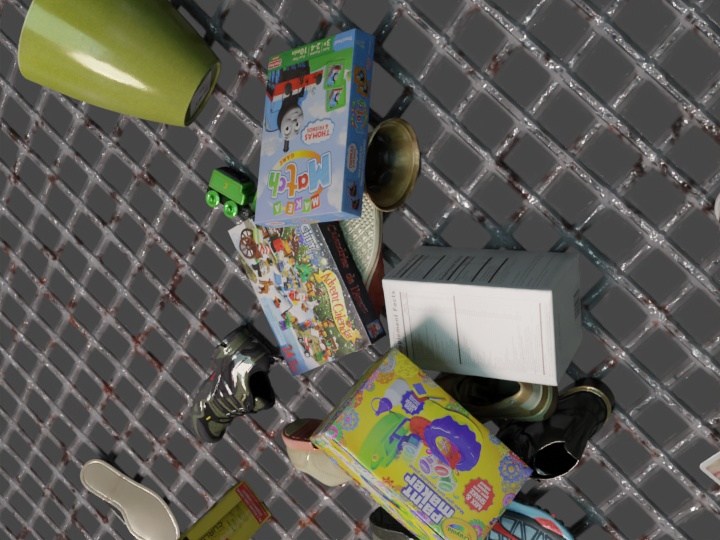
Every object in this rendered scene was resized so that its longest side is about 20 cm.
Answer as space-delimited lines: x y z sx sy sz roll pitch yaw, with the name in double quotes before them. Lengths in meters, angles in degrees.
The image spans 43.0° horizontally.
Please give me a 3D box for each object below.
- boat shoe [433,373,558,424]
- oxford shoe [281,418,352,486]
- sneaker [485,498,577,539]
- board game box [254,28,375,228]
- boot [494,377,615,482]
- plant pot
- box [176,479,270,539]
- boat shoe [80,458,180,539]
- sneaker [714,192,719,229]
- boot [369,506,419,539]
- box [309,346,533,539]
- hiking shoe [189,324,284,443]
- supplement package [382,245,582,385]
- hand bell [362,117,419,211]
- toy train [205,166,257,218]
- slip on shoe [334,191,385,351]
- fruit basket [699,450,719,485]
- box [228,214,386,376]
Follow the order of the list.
"boat shoe" 0.133 0.141 1.073 0.199 0.076 0.073 -17 61 48
"oxford shoe" -0.017 0.258 1.245 0.198 0.071 0.075 11 121 36
"sneaker" 0.179 0.334 1.134 0.198 0.096 0.080 22 152 26
"board game box" -0.053 -0.155 1.030 0.150 0.036 0.203 -4 80 45
"boot" 0.195 0.214 1.056 0.077 0.138 0.201 42 126 6
"plant pot" -0.277 -0.267 1.118 0.198 0.188 0.188 29 123 -2
"box" -0.216 0.394 1.329 0.050 0.200 0.076 -37 90 35
"boat shoe" -0.376 0.384 1.518 0.199 0.073 0.063 38 167 4
"sneaker" 0.416 0.003 0.877 0.200 0.080 0.074 42 123 6
"boot" 0.099 0.404 1.245 0.198 0.068 0.132 12 121 33
"box" 0.060 0.209 1.039 0.200 0.122 0.193 41 166 1
"hiking shoe" -0.175 0.181 1.292 0.100 0.076 0.202 33 122 18
"supplement package" 0.138 0.045 1.034 0.197 0.109 0.115 5 114 28
"hand bell" -0.038 -0.137 1.089 0.198 0.104 0.106 13 117 38
"toy train" -0.114 -0.073 1.174 0.198 0.042 0.057 29 111 16
"slip on shoe" 0.000 0.000 1.126 0.073 0.061 0.203 15 113 31
"fruit basket" 0.481 0.222 0.925 0.200 0.094 0.185 46 125 1
"box" -0.067 0.014 1.115 0.136 0.038 0.202 -25 89 37
